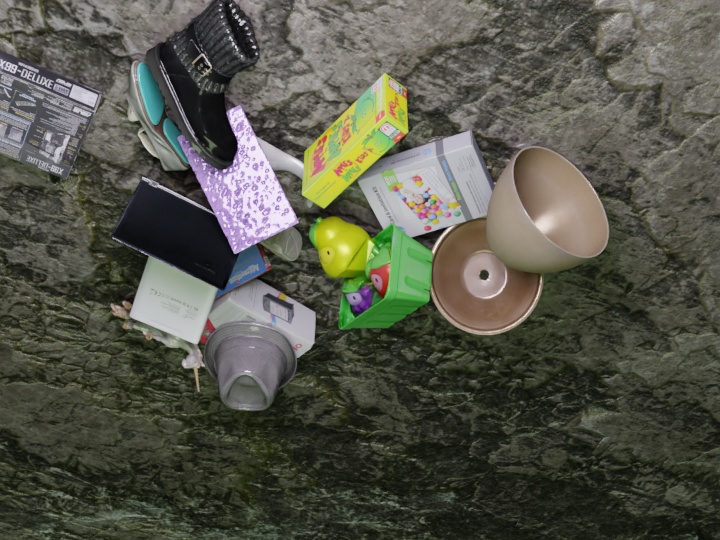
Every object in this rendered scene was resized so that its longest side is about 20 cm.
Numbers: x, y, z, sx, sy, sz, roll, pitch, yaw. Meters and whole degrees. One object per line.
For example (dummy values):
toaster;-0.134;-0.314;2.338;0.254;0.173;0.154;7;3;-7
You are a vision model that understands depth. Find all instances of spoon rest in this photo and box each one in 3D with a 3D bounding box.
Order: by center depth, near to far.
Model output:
spoon rest;-0.158;-0.169;1.566;0.197;0.061;0.100;24;136;-4

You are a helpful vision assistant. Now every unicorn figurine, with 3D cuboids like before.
unicorn figurine;-0.364;0.118;1.806;0.074;0.200;0.137;-46;154;3

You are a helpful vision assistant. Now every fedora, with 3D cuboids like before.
fedora;-0.206;0.192;1.793;0.174;0.091;0.201;9;140;-7

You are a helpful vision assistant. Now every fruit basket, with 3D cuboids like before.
fruit basket;0.000;0.000;1.655;0.211;0.158;0.216;6;156;2

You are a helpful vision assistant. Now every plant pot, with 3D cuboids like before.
plant pot;0.276;-0.075;1.554;0.198;0.203;0.134;24;139;-23
plant pot;0.214;0.008;1.682;0.197;0.205;0.093;-4;177;5

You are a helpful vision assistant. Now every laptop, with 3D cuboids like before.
laptop;-0.285;-0.054;1.548;0.185;0.117;0.200;27;170;-10

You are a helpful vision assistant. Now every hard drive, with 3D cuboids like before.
hard drive;-0.309;0.013;1.692;0.130;0.027;0.203;22;108;-1

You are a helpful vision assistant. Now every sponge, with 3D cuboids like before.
sponge;-0.187;-0.138;1.496;0.110;0.030;0.202;-27;91;-1

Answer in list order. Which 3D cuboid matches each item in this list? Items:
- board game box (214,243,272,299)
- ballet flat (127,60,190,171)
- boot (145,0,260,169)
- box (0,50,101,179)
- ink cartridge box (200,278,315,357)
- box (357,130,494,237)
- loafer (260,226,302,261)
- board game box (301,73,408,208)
board game box;-0.252;-0.008;1.709;0.198;0.104;0.019;-26;175;26
ballet flat;-0.321;-0.228;1.491;0.063;0.068;0.201;-6;137;18
boot;-0.198;-0.264;1.398;0.156;0.080;0.213;-23;108;24
box;-0.515;-0.240;1.490;0.197;0.050;0.158;21;134;-20
ink cartridge box;-0.203;0.098;1.820;0.199;0.087;0.147;31;131;-30
box;0.113;-0.134;1.602;0.197;0.042;0.157;-14;135;17
loafer;-0.162;-0.074;1.626;0.062;0.073;0.200;13;161;26
board game box;-0.010;-0.196;1.492;0.047;0.103;0.199;29;130;-28
